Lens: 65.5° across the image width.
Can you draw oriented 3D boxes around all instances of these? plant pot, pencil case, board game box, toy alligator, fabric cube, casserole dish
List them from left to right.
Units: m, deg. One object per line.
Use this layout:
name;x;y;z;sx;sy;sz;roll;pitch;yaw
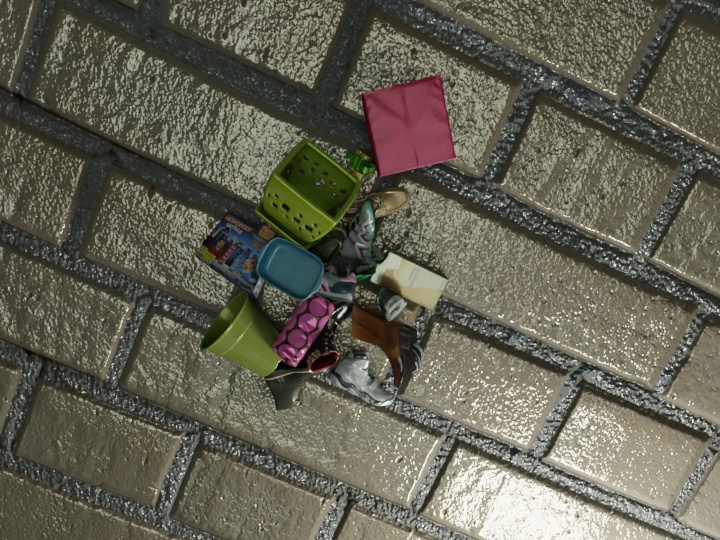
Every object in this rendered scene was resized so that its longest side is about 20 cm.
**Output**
board game box;-0.306;-0.062;1.521;0.199;0.062;0.201;31;70;11
plant pot;-0.306;0.193;1.549;0.200;0.200;0.190;-45;110;8
casserole dish;-0.175;-0.003;1.432;0.199;0.039;0.122;28;89;22
pencil case;-0.159;0.154;1.508;0.094;0.090;0.201;40;73;-28
plant pot;-0.144;-0.182;1.441;0.199;0.200;0.181;38;134;-8
toy alligator;0.016;-0.266;1.451;0.054;0.200;0.060;16;110;-30
fabric cube;0.119;-0.360;1.417;0.198;0.196;0.201;-12;100;3

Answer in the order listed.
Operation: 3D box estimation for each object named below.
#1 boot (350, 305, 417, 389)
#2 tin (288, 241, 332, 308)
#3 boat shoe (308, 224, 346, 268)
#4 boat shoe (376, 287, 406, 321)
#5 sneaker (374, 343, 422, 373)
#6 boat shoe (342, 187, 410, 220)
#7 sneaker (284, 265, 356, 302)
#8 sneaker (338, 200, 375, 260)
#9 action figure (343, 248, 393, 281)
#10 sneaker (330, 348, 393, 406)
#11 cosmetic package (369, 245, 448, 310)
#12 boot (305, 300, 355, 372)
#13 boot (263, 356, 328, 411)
boot;0.050;0.210;1.521;0.199;0.068;0.190;17;122;30
tin;-0.139;0.015;1.575;0.111;0.042;0.202;11;102;2
boat shoe;-0.108;-0.037;1.481;0.071;0.066;0.201;35;125;-14
boat shoe;0.081;0.086;1.522;0.071;0.200;0.064;-43;76;-8
sneaker;0.085;0.220;1.577;0.199;0.109;0.070;27;117;-6
boat shoe;0.040;-0.174;1.521;0.198;0.065;0.072;-17;101;4
sneaker;-0.102;0.023;1.464;0.198;0.070;0.083;15;83;15
sneaker;-0.032;-0.102;1.493;0.138;0.078;0.201;3;135;-1
action figure;0.000;0.000;1.508;0.118;0.200;0.055;-38;91;-31
sneaker;0.020;0.307;1.616;0.199;0.075;0.116;26;104;-2
cosmetic package;0.133;0.021;1.559;0.198;0.071;0.106;24;100;-5
boot;-0.085;0.179;1.546;0.199;0.151;0.073;-33;130;9
boot;-0.173;0.332;1.630;0.198;0.078;0.140;-10;106;15
